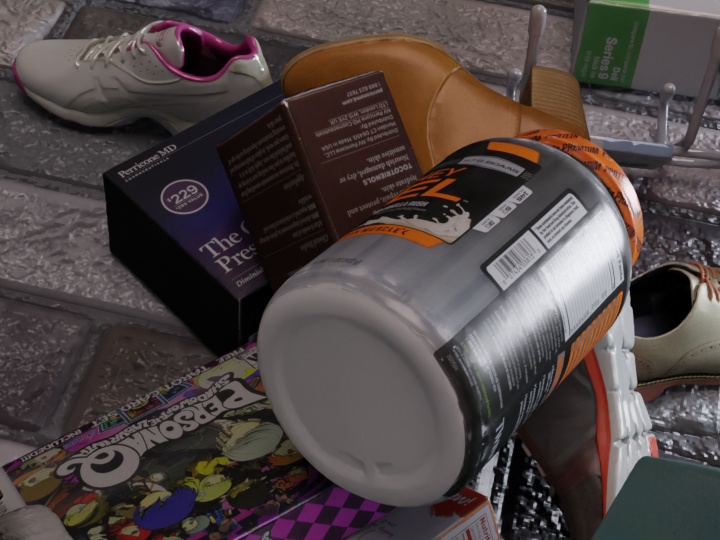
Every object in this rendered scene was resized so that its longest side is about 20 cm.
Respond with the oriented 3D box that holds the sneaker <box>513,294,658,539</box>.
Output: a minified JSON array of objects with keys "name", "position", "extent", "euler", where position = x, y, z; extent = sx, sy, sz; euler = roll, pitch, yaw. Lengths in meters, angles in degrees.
[{"name":"sneaker","position":[0.117,0.087,0.819],"extent":[0.081,0.077,0.201],"euler":[-11,74,26]}]

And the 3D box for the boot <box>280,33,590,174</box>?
[{"name":"boot","position":[0.045,-0.066,0.873],"extent":[0.200,0.071,0.145],"euler":[5,53,1]}]

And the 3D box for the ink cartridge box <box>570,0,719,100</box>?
[{"name":"ink cartridge box","position":[0.267,-0.205,1.104],"extent":[0.198,0.084,0.147],"euler":[9,48,3]}]

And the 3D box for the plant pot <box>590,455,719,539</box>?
[{"name":"plant pot","position":[0.205,0.180,0.687],"extent":[0.199,0.141,0.142],"euler":[30,85,35]}]

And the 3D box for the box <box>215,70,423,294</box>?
[{"name":"box","position":[0.000,0.000,0.817],"extent":[0.075,0.100,0.201],"euler":[-20,90,-29]}]

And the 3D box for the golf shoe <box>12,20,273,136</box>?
[{"name":"golf shoe","position":[-0.150,-0.144,1.013],"extent":[0.199,0.092,0.076],"euler":[12,49,8]}]

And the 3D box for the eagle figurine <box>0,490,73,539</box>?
[{"name":"eagle figurine","position":[-0.241,0.140,0.696],"extent":[0.151,0.200,0.151],"euler":[-15,66,-35]}]

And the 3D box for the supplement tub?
[{"name":"supplement tub","position":[0.052,0.013,0.703],"extent":[0.122,0.123,0.200],"euler":[29,41,21]}]

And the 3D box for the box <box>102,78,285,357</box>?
[{"name":"box","position":[-0.045,-0.043,0.940],"extent":[0.199,0.079,0.141],"euler":[-33,55,-29]}]

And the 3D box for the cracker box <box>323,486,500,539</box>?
[{"name":"cracker box","position":[-0.042,0.165,0.726],"extent":[0.199,0.058,0.134],"euler":[-31,28,-29]}]

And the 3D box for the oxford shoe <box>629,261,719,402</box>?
[{"name":"oxford shoe","position":[0.215,0.028,0.895],"extent":[0.199,0.074,0.071],"euler":[-18,51,-20]}]

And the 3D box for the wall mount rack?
[{"name":"wall mount rack","position":[0.162,-0.115,0.964],"extent":[0.198,0.174,0.075],"euler":[5,87,0]}]

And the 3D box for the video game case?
[{"name":"video game case","position":[-0.096,0.116,0.755],"extent":[0.199,0.036,0.181],"euler":[-26,26,-18]}]
